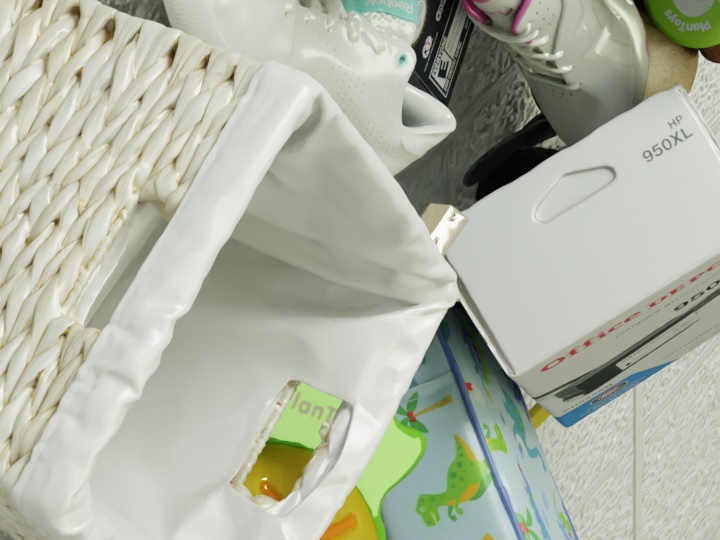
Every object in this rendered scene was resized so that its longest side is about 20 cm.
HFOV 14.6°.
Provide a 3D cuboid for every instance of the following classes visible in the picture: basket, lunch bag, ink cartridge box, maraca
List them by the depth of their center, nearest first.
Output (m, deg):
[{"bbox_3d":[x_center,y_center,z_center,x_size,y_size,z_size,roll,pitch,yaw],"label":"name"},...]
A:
[{"bbox_3d":[-0.093,0.020,1.120,0.199,0.161,0.200,-60,153,-13],"label":"basket"},{"bbox_3d":[-0.046,0.125,1.244,0.137,0.107,0.200,22,91,-28],"label":"maraca"},{"bbox_3d":[0.128,-0.002,1.400,0.144,0.084,0.200,-33,165,5],"label":"ink cartridge box"},{"bbox_3d":[0.057,0.118,1.433,0.200,0.082,0.161,69,14,7],"label":"lunch bag"}]

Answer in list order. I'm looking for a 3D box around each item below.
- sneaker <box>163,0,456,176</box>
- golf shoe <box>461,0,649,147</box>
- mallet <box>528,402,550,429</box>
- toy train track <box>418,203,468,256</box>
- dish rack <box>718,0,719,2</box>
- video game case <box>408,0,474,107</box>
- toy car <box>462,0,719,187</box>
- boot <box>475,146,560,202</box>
[{"bbox_3d":[-0.021,-0.101,1.174,0.200,0.088,0.075,50,23,-55],"label":"sneaker"},{"bbox_3d":[0.079,-0.128,1.318,0.092,0.075,0.200,-47,134,-34],"label":"golf shoe"},{"bbox_3d":[0.110,0.065,1.585,0.200,0.041,0.066,-50,151,16],"label":"mallet"},{"bbox_3d":[0.000,0.000,1.326,0.115,0.033,0.200,-55,-173,-21],"label":"toy train track"},{"bbox_3d":[0.139,-0.220,1.298,0.044,0.200,0.172,-35,-161,24],"label":"dish rack"},{"bbox_3d":[0.028,-0.194,1.279,0.181,0.025,0.200,45,59,-61],"label":"video game case"},{"bbox_3d":[0.122,-0.130,1.459,0.200,0.158,0.164,-51,172,27],"label":"toy car"},{"bbox_3d":[0.111,0.005,1.575,0.200,0.077,0.139,-10,124,-57],"label":"boot"}]
